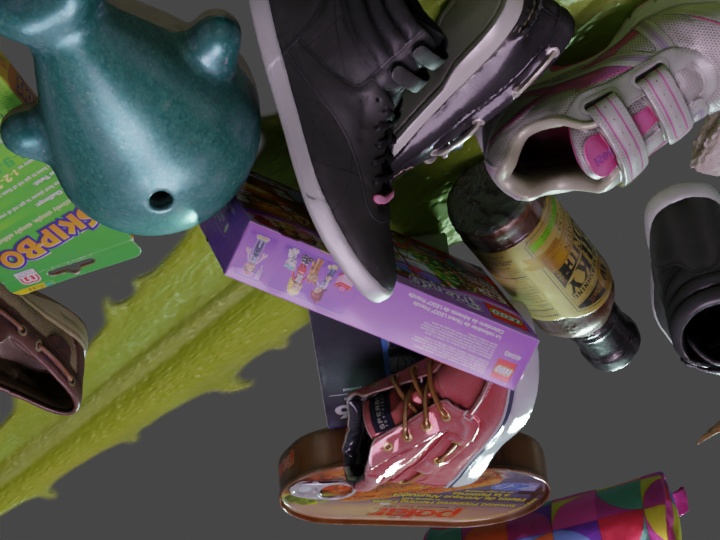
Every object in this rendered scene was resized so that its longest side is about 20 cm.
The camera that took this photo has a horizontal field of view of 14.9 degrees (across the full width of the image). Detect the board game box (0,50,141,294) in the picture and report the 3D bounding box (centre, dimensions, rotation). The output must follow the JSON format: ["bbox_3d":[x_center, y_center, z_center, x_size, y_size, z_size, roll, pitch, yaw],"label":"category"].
[{"bbox_3d":[-0.217,-0.057,1.677,0.095,0.030,0.200,-17,139,15],"label":"board game box"}]

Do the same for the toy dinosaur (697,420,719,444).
[{"bbox_3d":[0.325,0.050,1.882,0.106,0.061,0.200,23,120,-20],"label":"toy dinosaur"}]

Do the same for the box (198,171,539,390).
[{"bbox_3d":[0.000,0.000,1.672,0.199,0.137,0.039,22,103,-20],"label":"box"}]

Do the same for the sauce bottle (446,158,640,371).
[{"bbox_3d":[0.125,0.001,1.775,0.064,0.065,0.200,-22,142,19],"label":"sauce bottle"}]

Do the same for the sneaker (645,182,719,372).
[{"bbox_3d":[0.230,0.039,1.798,0.070,0.100,0.200,-14,144,7],"label":"sneaker"}]

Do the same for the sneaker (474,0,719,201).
[{"bbox_3d":[0.157,-0.092,1.620,0.199,0.089,0.081,-26,122,23],"label":"sneaker"}]

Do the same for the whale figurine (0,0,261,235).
[{"bbox_3d":[-0.137,-0.097,1.568,0.158,0.104,0.200,-23,138,14],"label":"whale figurine"}]

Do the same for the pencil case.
[{"bbox_3d":[0.147,0.209,2.038,0.199,0.089,0.089,-13,143,9],"label":"pencil case"}]

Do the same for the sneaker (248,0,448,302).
[{"bbox_3d":[0.010,-0.086,1.558,0.099,0.201,0.071,-17,-175,12],"label":"sneaker"}]

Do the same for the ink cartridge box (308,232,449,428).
[{"bbox_3d":[0.018,0.053,1.849,0.099,0.039,0.201,-8,144,1],"label":"ink cartridge box"}]

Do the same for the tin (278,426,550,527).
[{"bbox_3d":[0.038,0.147,1.959,0.199,0.042,0.112,3,148,-17],"label":"tin"}]

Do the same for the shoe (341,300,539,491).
[{"bbox_3d":[0.049,0.088,1.798,0.090,0.072,0.200,-5,152,-19],"label":"shoe"}]

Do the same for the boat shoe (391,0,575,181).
[{"bbox_3d":[0.047,-0.099,1.628,0.060,0.074,0.200,25,125,-29],"label":"boat shoe"}]

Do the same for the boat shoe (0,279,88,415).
[{"bbox_3d":[-0.252,0.038,1.758,0.072,0.072,0.200,-29,138,27],"label":"boat shoe"}]

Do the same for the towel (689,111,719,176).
[{"bbox_3d":[0.290,-0.120,1.666,0.132,0.035,0.200,6,142,-14],"label":"towel"}]
